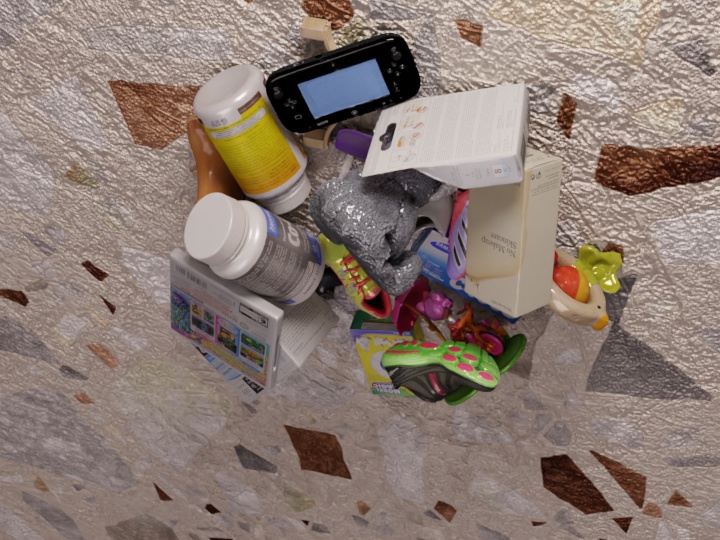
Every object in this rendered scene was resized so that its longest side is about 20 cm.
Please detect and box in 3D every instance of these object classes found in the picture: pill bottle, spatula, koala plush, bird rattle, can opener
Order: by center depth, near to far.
[{"bbox_3d":[0.044,-0.104,1.271,0.177,0.200,0.184,42,176,20],"label":"koala plush"},{"bbox_3d":[0.284,0.003,1.334,0.198,0.164,0.113,31,120,-26],"label":"bird rattle"},{"bbox_3d":[-0.145,-0.179,1.343,0.107,0.110,0.202,-7,131,28],"label":"pill bottle"},{"bbox_3d":[-0.151,-0.031,1.363,0.112,0.116,0.199,-14,155,33],"label":"pill bottle"},{"bbox_3d":[-0.026,-0.139,1.403,0.056,0.021,0.201,19,139,-4],"label":"spatula"},{"bbox_3d":[-0.102,0.022,1.588,0.198,0.080,0.063,-18,163,40],"label":"can opener"}]

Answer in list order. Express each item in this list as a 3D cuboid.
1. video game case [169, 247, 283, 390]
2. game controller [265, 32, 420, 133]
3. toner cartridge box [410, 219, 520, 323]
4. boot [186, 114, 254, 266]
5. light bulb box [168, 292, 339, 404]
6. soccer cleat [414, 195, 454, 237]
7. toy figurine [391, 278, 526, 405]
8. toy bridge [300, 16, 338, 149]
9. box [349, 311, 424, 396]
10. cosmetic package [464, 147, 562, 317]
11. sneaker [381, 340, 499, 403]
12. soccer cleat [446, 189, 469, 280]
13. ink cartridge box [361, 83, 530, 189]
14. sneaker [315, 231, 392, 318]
[{"bbox_3d":[-0.208,0.077,1.452,0.198,0.024,0.184,29,140,15],"label":"video game case"},{"bbox_3d":[-0.022,-0.242,1.243,0.196,0.043,0.105,-15,131,13],"label":"game controller"},{"bbox_3d":[0.177,-0.002,1.449,0.198,0.044,0.095,28,137,-7],"label":"toner cartridge box"},{"bbox_3d":[-0.222,-0.113,1.409,0.072,0.156,0.202,-4,133,26],"label":"boot"},{"bbox_3d":[-0.175,0.078,1.545,0.200,0.125,0.198,46,139,-4],"label":"light bulb box"},{"bbox_3d":[0.040,-0.081,1.380,0.196,0.087,0.069,-2,158,21],"label":"soccer cleat"},{"bbox_3d":[0.135,0.091,1.495,0.184,0.151,0.199,42,149,-10],"label":"toy figurine"},{"bbox_3d":[-0.046,-0.246,1.294,0.066,0.027,0.202,11,137,9],"label":"toy bridge"},{"bbox_3d":[0.061,0.157,1.663,0.115,0.049,0.202,1,136,22],"label":"box"},{"bbox_3d":[0.197,-0.055,1.242,0.103,0.072,0.204,27,125,46],"label":"cosmetic package"},{"bbox_3d":[0.125,0.156,1.438,0.197,0.077,0.085,5,118,37],"label":"sneaker"},{"bbox_3d":[0.154,-0.079,1.336,0.075,0.067,0.202,21,121,-5],"label":"soccer cleat"},{"bbox_3d":[0.112,-0.163,1.203,0.196,0.162,0.048,-7,130,20],"label":"ink cartridge box"},{"bbox_3d":[0.000,0.000,1.474,0.090,0.078,0.201,45,173,47],"label":"sneaker"}]
